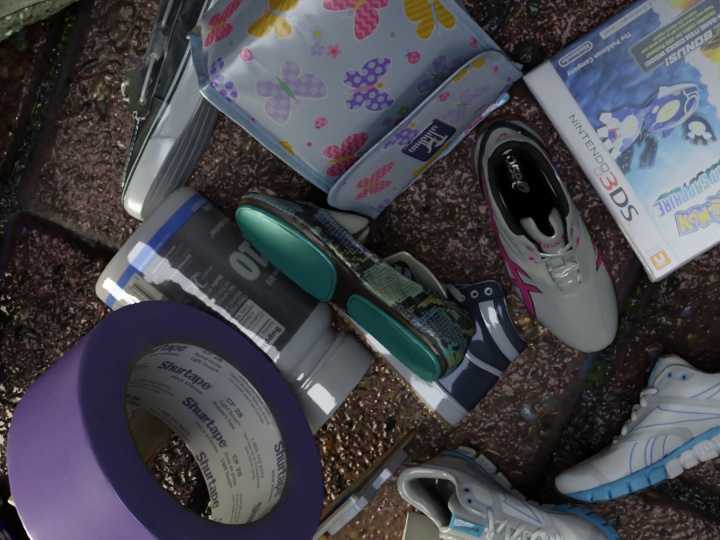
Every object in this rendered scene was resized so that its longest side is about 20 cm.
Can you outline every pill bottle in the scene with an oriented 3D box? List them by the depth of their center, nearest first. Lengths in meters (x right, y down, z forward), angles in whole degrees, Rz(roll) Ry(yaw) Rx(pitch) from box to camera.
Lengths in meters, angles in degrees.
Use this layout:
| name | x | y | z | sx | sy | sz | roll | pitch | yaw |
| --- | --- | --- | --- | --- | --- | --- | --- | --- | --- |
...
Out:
| name | x | y | z | sx | sy | sz | roll | pitch | yaw |
| --- | --- | --- | --- | --- | --- | --- | --- | --- | --- |
| pill bottle | -0.094 | 0.038 | 0.890 | 0.200 | 0.114 | 0.114 | 40 | 104 | -3 |

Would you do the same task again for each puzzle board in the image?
| name | x | y | z | sx | sy | sz | roll | pitch | yaw |
| --- | --- | --- | --- | --- | --- | --- | --- | --- | --- |
| puzzle board | -0.028 | 0.196 | 0.873 | 0.151 | 0.200 | 0.017 | -44 | 84 | 14 |

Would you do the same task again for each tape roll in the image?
| name | x | y | z | sx | sy | sz | roll | pitch | yaw |
| --- | --- | --- | --- | --- | --- | --- | --- | --- | --- |
| tape roll | -0.125 | 0.125 | 0.761 | 0.085 | 0.200 | 0.200 | -39 | 96 | 29 |

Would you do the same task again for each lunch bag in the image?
| name | x | y | z | sx | sy | sz | roll | pitch | yaw |
| --- | --- | --- | --- | --- | --- | --- | --- | --- | --- |
| lunch bag | 0.006 | -0.144 | 0.823 | 0.170 | 0.127 | 0.200 | -40 | 128 | 14 |

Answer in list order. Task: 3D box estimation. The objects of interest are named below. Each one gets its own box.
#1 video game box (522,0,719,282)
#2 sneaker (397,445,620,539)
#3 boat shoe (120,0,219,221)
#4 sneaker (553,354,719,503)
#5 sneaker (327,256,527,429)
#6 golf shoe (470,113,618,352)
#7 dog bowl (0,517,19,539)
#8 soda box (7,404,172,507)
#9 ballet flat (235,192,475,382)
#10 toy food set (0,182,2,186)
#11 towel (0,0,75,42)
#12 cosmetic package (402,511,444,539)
| name | x | y | z | sx | sy | sz | roll | pitch | yaw |
| --- | --- | --- | --- | --- | --- | --- | --- | --- | --- |
| video game box | 0.249 | -0.119 | 0.829 | 0.200 | 0.047 | 0.182 | -34 | 84 | 12 |
| sneaker | 0.107 | 0.199 | 0.865 | 0.200 | 0.087 | 0.075 | 22 | 100 | 39 |
| boat shoe | -0.148 | -0.139 | 0.887 | 0.071 | 0.072 | 0.200 | 24 | 93 | 9 |
| sneaker | 0.236 | 0.115 | 0.892 | 0.200 | 0.075 | 0.087 | -27 | 84 | 9 |
| sneaker | 0.042 | 0.015 | 0.893 | 0.108 | 0.070 | 0.200 | -42 | 89 | 6 |
| golf shoe | 0.137 | -0.018 | 0.861 | 0.073 | 0.092 | 0.200 | -26 | 103 | 12 |
| dog bowl | -0.366 | 0.279 | 0.932 | 0.200 | 0.200 | 0.079 | -38 | 97 | 13 |
| soda box | -0.185 | 0.123 | 0.873 | 0.068 | 0.200 | 0.064 | 34 | 111 | -2 |
| ballet flat | 0.000 | 0.000 | 0.838 | 0.200 | 0.074 | 0.074 | 41 | 104 | 7 |
| toy food set | -0.329 | -0.152 | 0.863 | 0.060 | 0.144 | 0.200 | -22 | 99 | -7 |
| towel | -0.246 | -0.260 | 0.843 | 0.200 | 0.036 | 0.148 | -30 | 96 | -17 |
| cosmetic package | 0.122 | 0.280 | 0.932 | 0.200 | 0.087 | 0.103 | 11 | 105 | 4 |
